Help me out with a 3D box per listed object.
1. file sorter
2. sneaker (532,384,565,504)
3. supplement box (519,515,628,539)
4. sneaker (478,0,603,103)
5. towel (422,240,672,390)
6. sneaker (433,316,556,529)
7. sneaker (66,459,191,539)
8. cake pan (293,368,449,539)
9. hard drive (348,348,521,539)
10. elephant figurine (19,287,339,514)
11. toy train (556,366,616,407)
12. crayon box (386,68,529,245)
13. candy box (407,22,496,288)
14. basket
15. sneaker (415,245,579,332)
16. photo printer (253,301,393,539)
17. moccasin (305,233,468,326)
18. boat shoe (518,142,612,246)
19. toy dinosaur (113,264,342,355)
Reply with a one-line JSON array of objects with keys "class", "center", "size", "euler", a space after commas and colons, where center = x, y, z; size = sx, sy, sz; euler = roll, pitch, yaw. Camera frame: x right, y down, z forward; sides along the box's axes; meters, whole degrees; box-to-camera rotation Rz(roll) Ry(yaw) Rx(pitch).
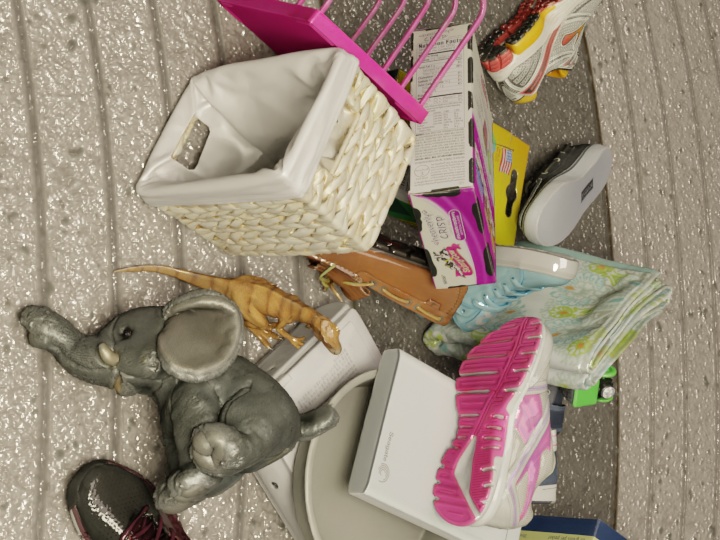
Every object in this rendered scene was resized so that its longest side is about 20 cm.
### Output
[{"class": "file sorter", "center": [-0.005, -0.234, 1.202], "size": [0.139, 0.200, 0.126], "euler": [38, 85, -31]}, {"class": "sneaker", "center": [0.136, 0.160, 1.375], "size": [0.202, 0.077, 0.147], "euler": [8, 91, -50]}, {"class": "supplement box", "center": [0.222, 0.382, 1.397], "size": [0.200, 0.134, 0.200], "euler": [37, 62, -32]}, {"class": "sneaker", "center": [0.208, -0.258, 1.503], "size": [0.200, 0.078, 0.082], "euler": [-44, 117, -25]}, {"class": "towel", "center": [0.187, 0.040, 1.365], "size": [0.171, 0.199, 0.048], "euler": [-39, 127, -38]}, {"class": "sneaker", "center": [0.132, 0.140, 1.217], "size": [0.088, 0.081, 0.201], "euler": [31, 72, -38]}, {"class": "sneaker", "center": [-0.144, 0.230, 1.108], "size": [0.200, 0.115, 0.076], "euler": [53, 55, -24]}, {"class": "cake pan", "center": [0.016, 0.188, 1.210], "size": [0.200, 0.037, 0.201], "euler": [7, 80, -43]}, {"class": "hard drive", "center": [0.080, 0.169, 1.229], "size": [0.200, 0.027, 0.132], "euler": [31, 64, -36]}, {"class": "elephant figurine", "center": [-0.147, 0.080, 1.105], "size": [0.200, 0.141, 0.155], "euler": [60, 23, 12]}, {"class": "toy train", "center": [0.196, 0.075, 1.389], "size": [0.056, 0.200, 0.042], "euler": [-7, 119, -17]}, {"class": "crayon box", "center": [0.082, -0.104, 1.384], "size": [0.200, 0.051, 0.127], "euler": [24, 70, -36]}, {"class": "candy box", "center": [0.084, -0.104, 1.233], "size": [0.137, 0.061, 0.201], "euler": [70, 18, -50]}, {"class": "basket", "center": [-0.068, -0.091, 1.158], "size": [0.123, 0.200, 0.136], "euler": [41, 62, -36]}, {"class": "sneaker", "center": [0.127, 0.019, 1.314], "size": [0.074, 0.200, 0.082], "euler": [5, 86, -40]}, {"class": "photo printer", "center": [-0.024, 0.155, 1.251], "size": [0.166, 0.069, 0.200], "euler": [-44, 114, -36]}, {"class": "moccasin", "center": [0.000, -0.001, 1.268], "size": [0.201, 0.074, 0.078], "euler": [18, 107, -19]}, {"class": "boat shoe", "center": [0.210, -0.084, 1.469], "size": [0.200, 0.056, 0.069], "euler": [-40, 136, -50]}, {"class": "toy dinosaur", "center": [-0.101, 0.021, 1.191], "size": [0.106, 0.199, 0.061], "euler": [73, 35, -72]}]
